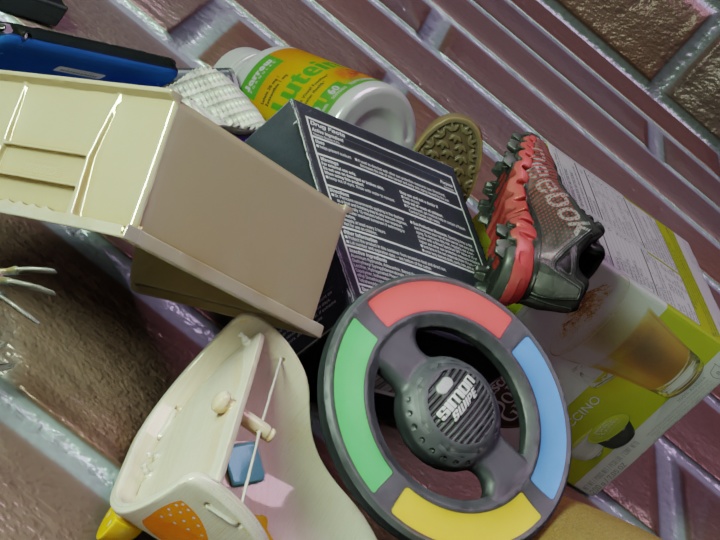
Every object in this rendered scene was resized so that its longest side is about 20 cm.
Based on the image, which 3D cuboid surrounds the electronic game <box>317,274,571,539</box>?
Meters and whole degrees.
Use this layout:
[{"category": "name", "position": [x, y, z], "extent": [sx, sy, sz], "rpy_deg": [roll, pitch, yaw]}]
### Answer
[{"category": "electronic game", "position": [0.060, 0.096, 0.962], "extent": [0.200, 0.042, 0.200], "rpy_deg": [13, 62, -26]}]

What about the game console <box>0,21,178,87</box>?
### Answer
[{"category": "game console", "position": [-0.273, -0.185, 1.104], "extent": [0.200, 0.171, 0.119], "rpy_deg": [1, 71, -57]}]

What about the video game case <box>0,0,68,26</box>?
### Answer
[{"category": "video game case", "position": [-0.377, -0.305, 1.262], "extent": [0.200, 0.026, 0.181], "rpy_deg": [10, 38, -50]}]

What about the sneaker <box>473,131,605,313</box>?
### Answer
[{"category": "sneaker", "position": [0.147, -0.036, 1.145], "extent": [0.098, 0.071, 0.201], "rpy_deg": [18, 39, -8]}]

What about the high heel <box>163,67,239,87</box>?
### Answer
[{"category": "high heel", "position": [-0.152, -0.095, 1.227], "extent": [0.142, 0.071, 0.200], "rpy_deg": [-5, 60, -32]}]

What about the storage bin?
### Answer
[{"category": "storage bin", "position": [-0.143, -0.044, 0.930], "extent": [0.198, 0.094, 0.200], "rpy_deg": [11, -12, 37]}]

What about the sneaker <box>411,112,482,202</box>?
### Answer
[{"category": "sneaker", "position": [0.058, -0.060, 1.306], "extent": [0.067, 0.200, 0.090], "rpy_deg": [17, 22, -3]}]

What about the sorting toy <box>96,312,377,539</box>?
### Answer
[{"category": "sorting toy", "position": [-0.054, 0.155, 0.869], "extent": [0.180, 0.107, 0.200], "rpy_deg": [44, 20, -14]}]

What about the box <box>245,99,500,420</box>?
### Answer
[{"category": "box", "position": [0.000, 0.000, 1.130], "extent": [0.200, 0.123, 0.199], "rpy_deg": [19, 44, -44]}]

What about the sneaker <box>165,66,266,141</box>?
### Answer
[{"category": "sneaker", "position": [-0.155, -0.101, 1.148], "extent": [0.070, 0.100, 0.200], "rpy_deg": [49, 27, 3]}]

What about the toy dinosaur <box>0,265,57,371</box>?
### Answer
[{"category": "toy dinosaur", "position": [-0.267, 0.032, 0.818], "extent": [0.200, 0.105, 0.182], "rpy_deg": [2, 42, 0]}]

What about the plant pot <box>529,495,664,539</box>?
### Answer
[{"category": "plant pot", "position": [0.163, 0.246, 0.968], "extent": [0.186, 0.187, 0.200], "rpy_deg": [20, 15, -41]}]

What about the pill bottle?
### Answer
[{"category": "pill bottle", "position": [-0.054, -0.143, 1.313], "extent": [0.111, 0.111, 0.200], "rpy_deg": [15, 10, -47]}]

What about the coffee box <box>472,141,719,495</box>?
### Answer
[{"category": "coffee box", "position": [0.191, 0.044, 1.311], "extent": [0.198, 0.200, 0.200], "rpy_deg": [32, 26, -21]}]
